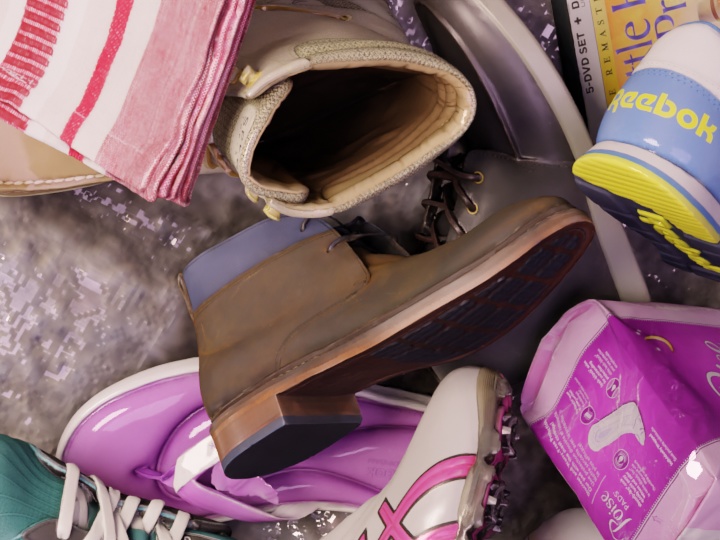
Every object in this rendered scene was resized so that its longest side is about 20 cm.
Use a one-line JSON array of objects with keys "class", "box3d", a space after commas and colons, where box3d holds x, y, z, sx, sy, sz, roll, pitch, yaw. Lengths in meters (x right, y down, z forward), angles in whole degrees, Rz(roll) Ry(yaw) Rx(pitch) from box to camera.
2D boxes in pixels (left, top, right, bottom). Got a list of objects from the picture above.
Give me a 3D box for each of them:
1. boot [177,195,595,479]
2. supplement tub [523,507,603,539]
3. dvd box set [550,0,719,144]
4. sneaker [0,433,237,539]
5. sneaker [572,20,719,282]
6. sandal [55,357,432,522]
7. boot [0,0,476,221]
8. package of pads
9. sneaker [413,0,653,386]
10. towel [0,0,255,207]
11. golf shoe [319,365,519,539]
[{"class": "boot", "box3d": [0.000, 0.000, 0.830, 0.200, 0.097, 0.075, -34, 156, 26]}, {"class": "supplement tub", "box3d": [0.096, 0.203, 0.924, 0.200, 0.145, 0.145, -41, 112, 4]}, {"class": "dvd box set", "box3d": [0.181, -0.139, 0.885, 0.199, 0.029, 0.147, -15, 111, -7]}, {"class": "sneaker", "box3d": [-0.097, 0.125, 0.871, 0.080, 0.072, 0.200, -22, 135, 27]}, {"class": "sneaker", "box3d": [0.162, -0.039, 0.857, 0.200, 0.074, 0.082, 34, 76, -59]}, {"class": "sandal", "box3d": [-0.036, 0.083, 0.905, 0.202, 0.050, 0.083, -1, 107, -10]}, {"class": "boot", "box3d": [-0.064, -0.061, 0.791, 0.199, 0.155, 0.072, -15, 111, -9]}, {"class": "package of pads", "box3d": [0.181, 0.075, 0.880, 0.200, 0.121, 0.076, 5, 126, -34]}, {"class": "sneaker", "box3d": [0.048, -0.030, 0.869, 0.106, 0.075, 0.200, -29, 113, -4]}, {"class": "towel", "box3d": [-0.121, -0.126, 0.756, 0.023, 0.200, 0.144, -2, 115, -57]}, {"class": "golf shoe", "box3d": [0.007, 0.129, 0.849, 0.092, 0.073, 0.200, 19, 82, 11]}]
